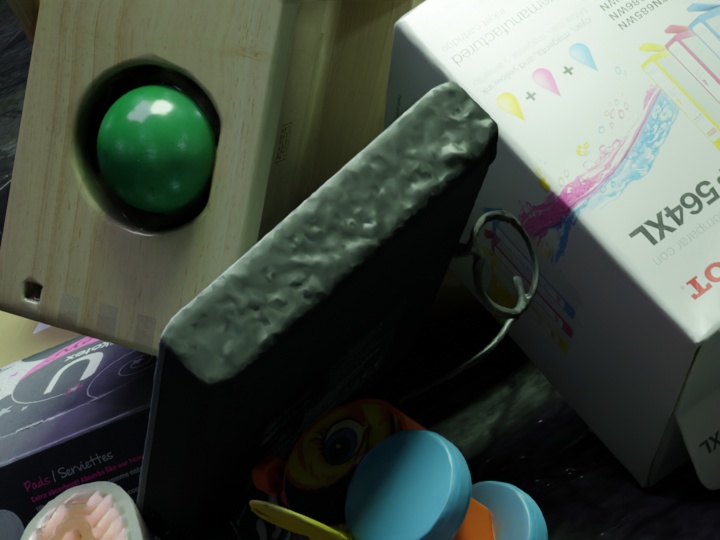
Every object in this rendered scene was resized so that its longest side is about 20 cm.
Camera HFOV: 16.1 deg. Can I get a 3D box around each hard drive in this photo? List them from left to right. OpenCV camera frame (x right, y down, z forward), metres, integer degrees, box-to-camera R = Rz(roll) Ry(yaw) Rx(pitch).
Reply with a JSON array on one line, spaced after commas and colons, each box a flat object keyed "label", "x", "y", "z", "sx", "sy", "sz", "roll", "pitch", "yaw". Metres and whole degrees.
[{"label": "hard drive", "x": -0.019, "y": 0.024, "z": 0.928, "sx": 0.139, "sy": 0.033, "sz": 0.200, "roll": -42, "pitch": -11, "yaw": -20}]

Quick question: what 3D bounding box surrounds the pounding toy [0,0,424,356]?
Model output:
[{"label": "pounding toy", "x": -0.080, "y": -0.073, "z": 1.003, "sx": 0.141, "sy": 0.185, "sz": 0.200, "roll": 15, "pitch": 12, "yaw": 19}]

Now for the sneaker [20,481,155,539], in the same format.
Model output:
[{"label": "sneaker", "x": -0.078, "y": 0.169, "z": 0.937, "sx": 0.071, "sy": 0.080, "sz": 0.201, "roll": -25, "pitch": 39, "yaw": 10}]

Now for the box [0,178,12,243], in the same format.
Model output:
[{"label": "box", "x": -0.124, "y": -0.029, "z": 1.411, "sx": 0.199, "sy": 0.036, "sz": 0.143, "roll": -6, "pitch": -17, "yaw": -38}]

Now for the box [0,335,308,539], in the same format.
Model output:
[{"label": "box", "x": -0.132, "y": 0.105, "z": 1.104, "sx": 0.199, "sy": 0.115, "sz": 0.132, "roll": -21, "pitch": 19, "yaw": 17}]

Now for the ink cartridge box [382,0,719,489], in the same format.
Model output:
[{"label": "ink cartridge box", "x": 0.119, "y": -0.028, "z": 0.993, "sx": 0.128, "sy": 0.200, "sz": 0.125, "roll": -34, "pitch": -22, "yaw": -20}]

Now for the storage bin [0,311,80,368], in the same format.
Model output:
[{"label": "storage bin", "x": -0.166, "y": 0.071, "z": 1.287, "sx": 0.198, "sy": 0.094, "sz": 0.200, "roll": -21, "pitch": 18, "yaw": 16}]

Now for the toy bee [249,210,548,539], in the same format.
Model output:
[{"label": "toy bee", "x": 0.012, "y": 0.093, "z": 0.912, "sx": 0.108, "sy": 0.131, "sz": 0.201, "roll": -17, "pitch": 34, "yaw": 33}]

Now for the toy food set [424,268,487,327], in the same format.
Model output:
[{"label": "toy food set", "x": 0.000, "y": 0.000, "z": 1.194, "sx": 0.199, "sy": 0.049, "sz": 0.198, "roll": -13, "pitch": -8, "yaw": 21}]
